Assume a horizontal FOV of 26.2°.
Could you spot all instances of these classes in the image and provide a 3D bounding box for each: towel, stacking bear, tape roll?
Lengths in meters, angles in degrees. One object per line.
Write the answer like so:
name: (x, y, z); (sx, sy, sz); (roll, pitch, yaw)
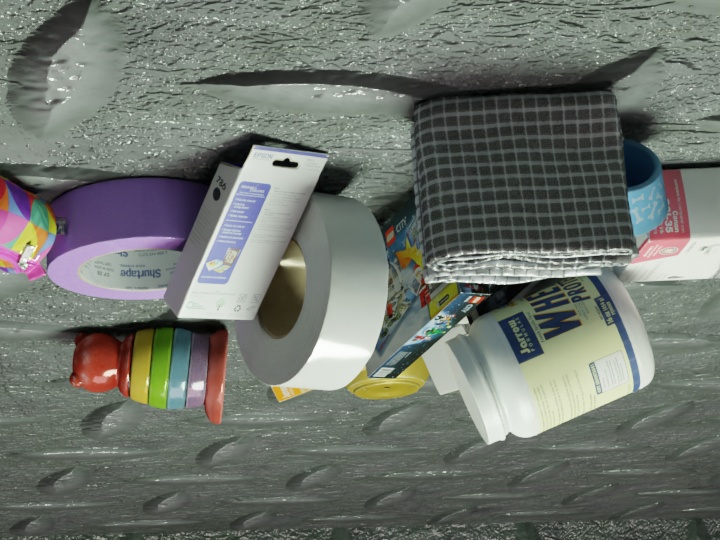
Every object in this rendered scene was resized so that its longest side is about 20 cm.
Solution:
towel: (0.148, -0.077, 1.395); (0.198, 0.167, 0.086); (-4, 156, -4)
stacking bear: (-0.274, 0.125, 2.004); (0.198, 0.122, 0.114); (5, 163, -5)
tape roll: (-0.224, -0.030, 1.602); (0.198, 0.066, 0.200); (-5, 162, -2)
tape roll: (-0.054, 0.020, 1.579); (0.070, 0.204, 0.202); (6, 159, -32)

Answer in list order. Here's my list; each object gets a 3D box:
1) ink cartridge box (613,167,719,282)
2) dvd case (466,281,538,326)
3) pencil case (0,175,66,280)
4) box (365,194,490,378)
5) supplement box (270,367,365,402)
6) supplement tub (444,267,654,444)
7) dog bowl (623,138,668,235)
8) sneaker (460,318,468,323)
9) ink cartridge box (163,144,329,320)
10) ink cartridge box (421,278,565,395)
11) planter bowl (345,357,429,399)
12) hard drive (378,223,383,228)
ink cartridge box: (0.381, -0.050, 1.663); (0.198, 0.083, 0.147); (-2, 162, -6)
dvd case: (0.168, -0.011, 1.696); (0.150, 0.025, 0.200); (-42, 161, -4)
pencil case: (-0.363, -0.057, 1.455); (0.088, 0.089, 0.200); (-12, 160, 20)
box: (0.056, 0.010, 1.623); (0.037, 0.138, 0.200); (5, 150, -29)
supplement box: (-0.022, 0.070, 1.778); (0.199, 0.074, 0.126); (-21, 159, -1)
supplement tub: (0.206, 0.096, 1.703); (0.199, 0.146, 0.145); (-23, 162, -4)
dog bowl: (0.199, -0.081, 1.492); (0.198, 0.112, 0.050); (-4, 128, -2)
sneaker: (0.099, -0.002, 1.771); (0.088, 0.076, 0.200); (-2, 152, -4)
ink cartridge box: (-0.113, -0.043, 1.517); (0.099, 0.039, 0.201); (5, 122, -42)
ink cartridge box: (0.188, 0.070, 1.892); (0.199, 0.085, 0.146); (-20, -173, 39)
planter bowl: (0.033, 0.125, 2.110); (0.199, 0.084, 0.201); (-4, 161, -1)
hard drive: (0.000, 0.000, 1.788); (0.131, 0.027, 0.200); (-20, 157, 19)
